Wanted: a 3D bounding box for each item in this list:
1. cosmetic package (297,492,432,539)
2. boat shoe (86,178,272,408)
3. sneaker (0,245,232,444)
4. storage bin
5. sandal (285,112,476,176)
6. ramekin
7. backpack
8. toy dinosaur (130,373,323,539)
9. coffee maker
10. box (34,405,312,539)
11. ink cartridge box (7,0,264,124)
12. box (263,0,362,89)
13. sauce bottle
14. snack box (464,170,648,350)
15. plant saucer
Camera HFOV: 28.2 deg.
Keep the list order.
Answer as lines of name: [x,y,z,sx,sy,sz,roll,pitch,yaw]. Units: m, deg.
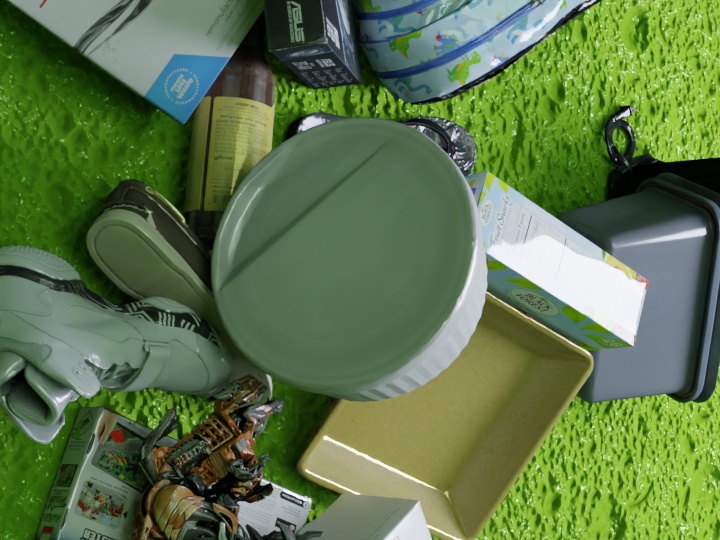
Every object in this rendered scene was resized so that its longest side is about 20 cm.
cosmetic package: [0.016,0.285,1.105,0.107,0.084,0.202,-39,119,-43]
boat shoe: [-0.125,0.019,1.060,0.200,0.071,0.060,52,30,-28]
sneaker: [-0.178,0.069,0.981,0.199,0.075,0.116,26,39,-28]
storage bin: [0.237,0.020,1.303,0.133,0.145,0.202,-8,114,-29]
sandal: [0.029,-0.096,1.207,0.199,0.048,0.076,-3,86,-38]
ramekin: [0.000,0.000,1.026,0.094,0.200,0.204,47,53,-61]
backpack: [0.090,-0.223,1.208,0.200,0.163,0.154,-48,121,-8]
toy dinosaur: [-0.111,0.176,1.009,0.135,0.102,0.201,38,91,-13]
coffee maker: [0.339,-0.066,1.355,0.193,0.199,0.135,53,56,-21]
box: [-0.134,0.187,1.053,0.199,0.035,0.111,30,67,-32]
ink cartridge box: [-0.179,-0.210,1.016,0.199,0.068,0.116,34,92,-30]
box: [-0.040,-0.232,1.092,0.200,0.043,0.162,12,72,-83]
sauce bottle: [-0.097,-0.117,1.099,0.064,0.064,0.202,13,78,-37]
snack box: [0.109,0.002,1.183,0.199,0.168,0.068,29,66,-33]
plant saucer: [0.064,0.106,1.171,0.199,0.048,0.201,29,99,-33]
